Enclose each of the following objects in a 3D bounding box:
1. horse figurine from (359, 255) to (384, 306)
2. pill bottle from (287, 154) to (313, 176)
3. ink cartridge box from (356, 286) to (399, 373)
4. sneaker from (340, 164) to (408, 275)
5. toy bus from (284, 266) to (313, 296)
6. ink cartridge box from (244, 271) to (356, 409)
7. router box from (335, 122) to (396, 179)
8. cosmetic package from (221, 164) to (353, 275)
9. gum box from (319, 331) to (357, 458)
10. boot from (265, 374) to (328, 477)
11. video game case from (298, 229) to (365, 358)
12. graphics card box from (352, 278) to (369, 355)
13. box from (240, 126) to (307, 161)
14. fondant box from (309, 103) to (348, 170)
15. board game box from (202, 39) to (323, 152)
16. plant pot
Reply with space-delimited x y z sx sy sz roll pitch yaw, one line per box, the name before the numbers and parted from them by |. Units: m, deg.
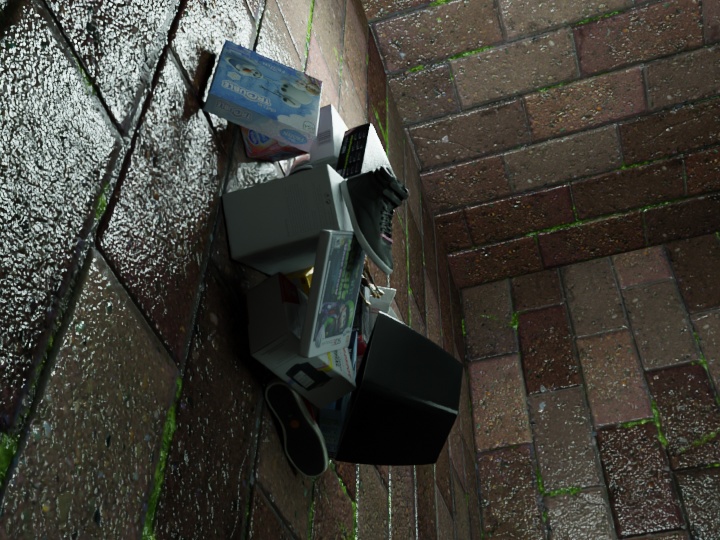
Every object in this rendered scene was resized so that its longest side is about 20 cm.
horse figurine | 0.000 0.000 1.766 0.133 0.050 0.200 60 -7 6
pill bottle | -0.107 -0.144 1.843 0.201 0.113 0.113 -87 160 -49
ink cartridge box | 0.005 0.132 1.888 0.201 0.116 0.068 -67 149 -23
sneaker | 0.039 -0.094 1.475 0.071 0.099 0.201 36 29 -54
toy bus | -0.110 0.024 1.741 0.200 0.078 0.065 -43 119 -75
ink cartridge box | -0.102 0.121 1.524 0.200 0.083 0.146 45 21 -40
router box | 0.012 -0.176 1.762 0.200 0.062 0.150 -80 149 -51
cosmetic package | -0.110 -0.082 1.575 0.199 0.199 0.124 32 44 -72
gum box | -0.042 0.237 1.697 0.200 0.044 0.171 91 8 -54
boot | -0.100 0.254 1.589 0.144 0.072 0.201 -69 141 -70
video game case | -0.040 0.035 1.451 0.182 0.023 0.201 -4 105 -71
graphics card box | -0.045 0.095 1.848 0.051 0.125 0.201 60 21 -44
box | -0.159 -0.277 1.779 0.200 0.102 0.095 -18 94 -76
fondant box | -0.040 -0.223 1.843 0.200 0.058 0.145 53 26 -51
board game box | -0.170 -0.318 1.610 0.200 0.199 0.043 -88 -157 -48
plant pot | 0.076 0.226 1.573 0.200 0.176 0.201 -75 -179 -53
